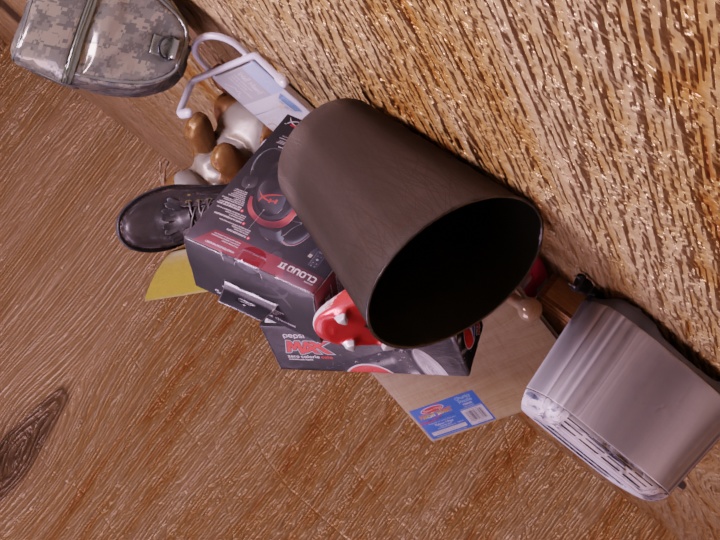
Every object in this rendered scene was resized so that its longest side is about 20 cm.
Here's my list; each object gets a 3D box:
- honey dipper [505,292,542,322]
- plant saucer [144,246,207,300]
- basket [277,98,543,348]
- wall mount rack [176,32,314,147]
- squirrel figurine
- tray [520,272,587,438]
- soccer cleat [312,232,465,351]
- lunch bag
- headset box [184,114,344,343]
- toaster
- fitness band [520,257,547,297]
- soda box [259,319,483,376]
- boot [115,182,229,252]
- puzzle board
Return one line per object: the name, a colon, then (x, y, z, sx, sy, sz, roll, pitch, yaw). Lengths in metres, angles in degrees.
honey dipper: (0.103, 0.000, 1.485, 0.038, 0.038, 0.200, 41, 176, -39)
plant saucer: (-0.114, -0.021, 1.759, 0.199, 0.199, 0.049, -10, 97, 46)
basket: (0.025, -0.051, 1.355, 0.200, 0.179, 0.137, 43, 147, 40)
wall mount rack: (-0.086, -0.160, 1.609, 0.173, 0.075, 0.200, -13, 139, 43)
squirrel figurine: (-0.151, -0.108, 1.857, 0.141, 0.187, 0.200, 35, 175, 18)
tray: (0.193, 0.090, 1.591, 0.098, 0.037, 0.201, 37, 149, 8)
soccer cleat: (0.048, 0.008, 1.428, 0.069, 0.198, 0.086, 67, -179, -46)
lunch bag: (-0.257, -0.245, 1.644, 0.166, 0.141, 0.200, 22, -179, -8)
headset box: (-0.059, -0.035, 1.489, 0.147, 0.201, 0.075, 22, 146, 22)
toaster: (0.235, 0.113, 1.429, 0.199, 0.130, 0.114, 39, 174, -13)
fitness band: (0.118, -0.023, 1.571, 0.143, 0.038, 0.200, 37, 174, 15)
soda box: (0.011, 0.052, 1.500, 0.198, 0.064, 0.071, 1, 138, 24)
boot: (-0.153, -0.064, 1.677, 0.174, 0.198, 0.070, -174, 71, -74)
puzzle board: (0.107, 0.089, 1.563, 0.199, 0.017, 0.151, -23, 121, 33)
